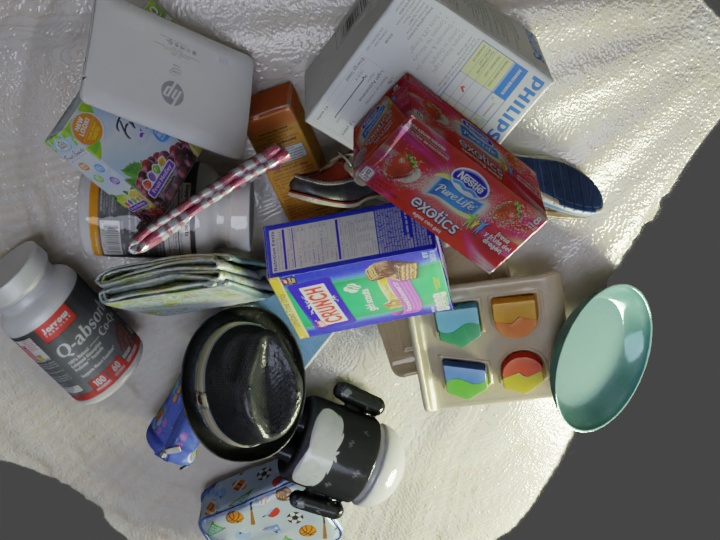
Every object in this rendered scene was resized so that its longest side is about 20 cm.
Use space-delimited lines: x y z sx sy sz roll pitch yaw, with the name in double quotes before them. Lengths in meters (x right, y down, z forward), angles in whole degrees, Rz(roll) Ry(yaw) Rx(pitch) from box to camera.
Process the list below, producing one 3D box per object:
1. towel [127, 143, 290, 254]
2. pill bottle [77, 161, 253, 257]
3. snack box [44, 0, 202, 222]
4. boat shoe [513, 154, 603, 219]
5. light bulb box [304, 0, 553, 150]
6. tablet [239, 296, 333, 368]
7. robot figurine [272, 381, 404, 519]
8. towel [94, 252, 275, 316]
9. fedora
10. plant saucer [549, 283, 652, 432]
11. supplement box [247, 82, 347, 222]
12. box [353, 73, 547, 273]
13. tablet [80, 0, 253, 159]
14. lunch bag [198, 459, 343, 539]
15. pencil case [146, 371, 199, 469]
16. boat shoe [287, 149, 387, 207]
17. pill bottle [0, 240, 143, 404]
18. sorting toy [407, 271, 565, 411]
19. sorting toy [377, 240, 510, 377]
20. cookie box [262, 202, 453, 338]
"towel" -0.166 -0.075 1.320 0.199 0.146 0.030 -34 97 -4
"pill bottle" -0.229 -0.072 1.447 0.199 0.117 0.117 1 124 -2
"snack box" -0.234 -0.176 1.331 0.142 0.201 0.053 39 147 -24
"boat shoe" 0.198 -0.096 1.472 0.199 0.073 0.072 14 144 -18
"light bulb box" 0.071 -0.215 1.350 0.199 0.125 0.198 29 118 -20
"tablet" -0.092 0.058 1.597 0.130 0.014 0.200 29 118 -18
"robot figurine" -0.036 0.246 1.660 0.199 0.125 0.151 23 128 -15
"towel" -0.206 0.017 1.476 0.170 0.200 0.048 -8 81 14
"fedora" -0.129 0.143 1.525 0.200 0.201 0.091 42 157 -25
"plant saucer" 0.305 0.110 1.573 0.199 0.036 0.201 -17 116 -38
"supplement box" -0.074 -0.118 1.448 0.068 0.067 0.201 -19 121 12
"box" 0.094 -0.103 1.292 0.200 0.100 0.095 35 118 -22
"tablet" -0.204 -0.208 1.311 0.199 0.131 0.014 19 156 -35
"lunch bag" -0.131 0.360 1.764 0.199 0.076 0.161 -22 124 12
"pencil case" -0.223 0.178 1.624 0.078 0.087 0.200 29 123 -4
"boat shoe" -0.008 -0.111 1.400 0.199 0.071 0.063 -10 117 -49
"pill bottle" -0.379 0.066 1.536 0.116 0.116 0.200 -30 120 18
"sorting toy" 0.168 0.098 1.560 0.199 0.037 0.186 -9 119 4
"sorting toy" 0.106 0.034 1.575 0.184 0.037 0.201 -13 119 7
"cookie box" 0.000 0.000 1.451 0.199 0.076 0.171 -10 152 7
